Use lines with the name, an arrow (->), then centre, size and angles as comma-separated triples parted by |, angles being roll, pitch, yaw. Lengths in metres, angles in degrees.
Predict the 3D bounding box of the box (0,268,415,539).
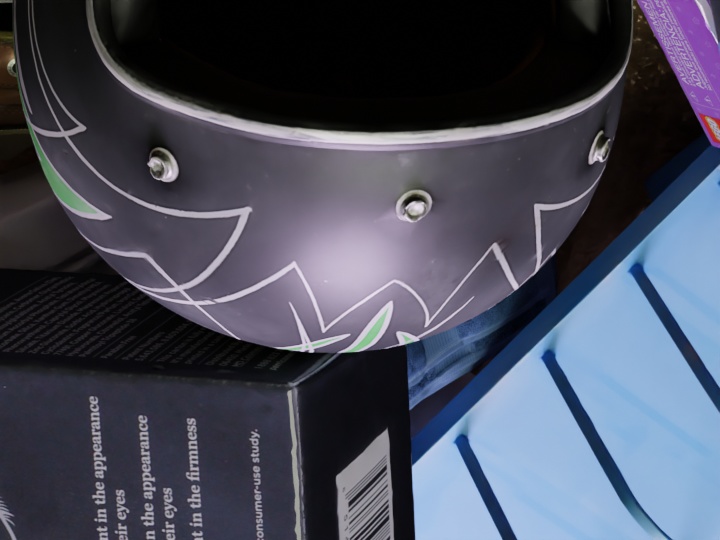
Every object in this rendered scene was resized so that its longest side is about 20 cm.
box -> -0.089, 0.083, 0.931 | 0.200, 0.104, 0.148 | 4, 107, 20

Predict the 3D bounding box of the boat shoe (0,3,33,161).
boat shoe -> -0.091, -0.086, 1.020 | 0.200, 0.072, 0.068 | -12, 131, -2

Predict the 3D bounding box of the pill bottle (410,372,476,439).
pill bottle -> 0.039, 0.103, 1.178 | 0.200, 0.111, 0.111 | 32, 117, -32

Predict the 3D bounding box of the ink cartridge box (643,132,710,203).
ink cartridge box -> 0.237, -0.035, 1.124 | 0.200, 0.084, 0.145 | -40, 127, 19

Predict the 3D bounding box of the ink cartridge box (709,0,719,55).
ink cartridge box -> 0.210, -0.071, 0.947 | 0.200, 0.043, 0.198 | -17, 100, -26

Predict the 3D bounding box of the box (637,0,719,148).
box -> 0.169, -0.152, 0.968 | 0.200, 0.039, 0.137 | -41, 120, -18

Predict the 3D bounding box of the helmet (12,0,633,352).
helmet -> -0.012, -0.071, 0.852 | 0.200, 0.200, 0.191 | -4, 87, -9

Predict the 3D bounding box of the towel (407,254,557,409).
towel -> 0.000, 0.000, 1.036 | 0.049, 0.200, 0.112 | -1, 108, 40

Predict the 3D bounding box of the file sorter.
file sorter -> 0.123, 0.086, 1.048 | 0.200, 0.123, 0.139 | -46, 125, 14

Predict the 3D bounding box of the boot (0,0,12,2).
boot -> -0.134, -0.123, 0.928 | 0.200, 0.096, 0.074 | 2, 98, -48

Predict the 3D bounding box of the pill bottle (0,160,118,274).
pill bottle -> -0.092, 0.063, 1.050 | 0.111, 0.111, 0.200 | -20, 105, 5
